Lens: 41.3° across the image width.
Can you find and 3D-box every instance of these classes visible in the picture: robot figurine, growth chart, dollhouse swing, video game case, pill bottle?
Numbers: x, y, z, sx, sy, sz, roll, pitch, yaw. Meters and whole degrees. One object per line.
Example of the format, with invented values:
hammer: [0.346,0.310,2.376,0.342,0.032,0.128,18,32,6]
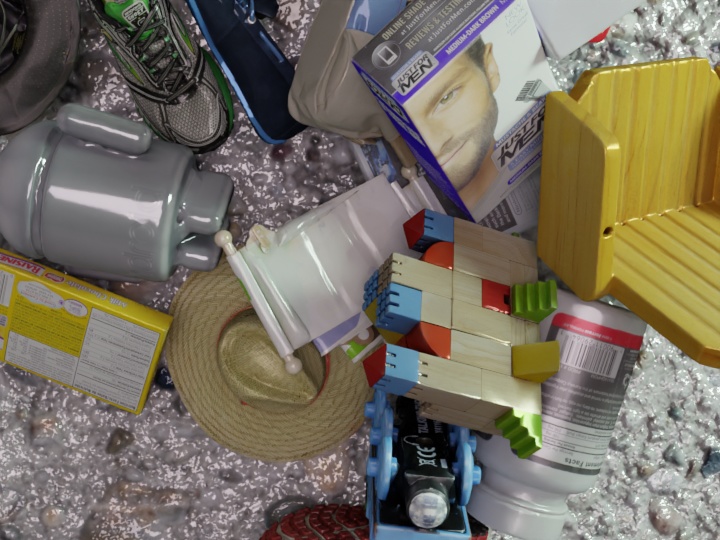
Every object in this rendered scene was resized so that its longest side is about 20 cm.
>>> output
robot figurine: [-0.205,-0.056,0.767,0.200,0.113,0.170,11,128,-2]
growth chart: [0.000,0.000,0.771,0.200,0.018,0.145,-24,93,-22]
dollhouse swing: [0.264,-0.051,0.705,0.200,0.176,0.182,-12,113,-28]
video game case: [0.085,-0.118,0.817,0.182,0.023,0.200,-25,95,0]
pill bottle: [0.154,0.116,0.791,0.111,0.111,0.200,17,94,-3]

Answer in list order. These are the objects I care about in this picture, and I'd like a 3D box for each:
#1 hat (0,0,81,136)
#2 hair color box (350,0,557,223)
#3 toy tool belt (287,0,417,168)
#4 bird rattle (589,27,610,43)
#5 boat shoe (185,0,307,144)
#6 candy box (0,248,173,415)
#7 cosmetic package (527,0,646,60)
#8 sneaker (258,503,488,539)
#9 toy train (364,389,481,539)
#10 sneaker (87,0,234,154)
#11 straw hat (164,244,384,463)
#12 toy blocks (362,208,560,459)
hat: [-0.324,-0.201,0.772,0.200,0.081,0.201,-1,100,-7]
hair color box: [0.083,-0.125,0.706,0.109,0.200,0.065,-43,59,2]
toy tool belt: [0.032,-0.191,0.753,0.123,0.125,0.200,18,94,-31]
bird rattle: [0.145,-0.277,0.775,0.163,0.113,0.200,-5,106,-3]
boat shoe: [-0.096,-0.203,0.781,0.069,0.084,0.200,-28,115,-2]
candy box: [-0.262,0.044,0.796,0.200,0.026,0.102,23,125,-3]
cosmetic package: [0.195,-0.239,0.683,0.200,0.102,0.074,-33,106,6]
sneaker: [0.009,0.250,0.811,0.200,0.078,0.082,4,100,-6]
toy train: [0.044,0.165,0.752,0.087,0.200,0.114,5,105,-2]
sneaker: [-0.173,-0.182,0.773,0.078,0.085,0.200,-32,95,1]
straw hat: [-0.075,0.076,0.794,0.201,0.085,0.201,0,94,-2]
toy blocks: [0.064,0.034,0.727,0.137,0.100,0.200,17,56,-17]
